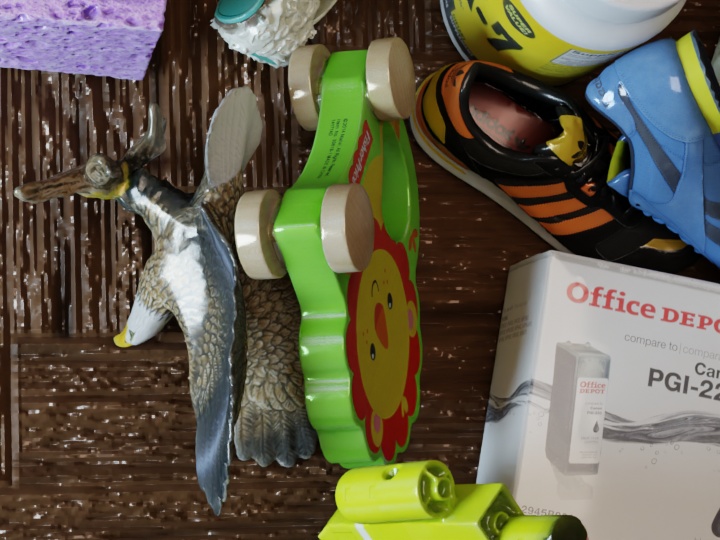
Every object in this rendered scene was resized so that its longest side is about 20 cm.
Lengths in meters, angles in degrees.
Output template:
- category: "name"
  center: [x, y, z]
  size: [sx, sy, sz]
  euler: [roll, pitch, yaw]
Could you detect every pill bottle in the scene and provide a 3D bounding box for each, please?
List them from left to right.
- category: "pill bottle"
  center: [0.122, -0.173, 1.320]
  size: [0.113, 0.200, 0.115]
  euler: [1, 84, -13]

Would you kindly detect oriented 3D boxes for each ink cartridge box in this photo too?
- category: "ink cartridge box"
  center: [0.149, 0.100, 1.354]
  size: [0.144, 0.085, 0.202]
  euler: [11, 79, -12]

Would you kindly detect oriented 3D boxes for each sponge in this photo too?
- category: "sponge"
  center: [-0.209, -0.138, 1.286]
  size: [0.198, 0.112, 0.030]
  euler: [4, 81, -12]

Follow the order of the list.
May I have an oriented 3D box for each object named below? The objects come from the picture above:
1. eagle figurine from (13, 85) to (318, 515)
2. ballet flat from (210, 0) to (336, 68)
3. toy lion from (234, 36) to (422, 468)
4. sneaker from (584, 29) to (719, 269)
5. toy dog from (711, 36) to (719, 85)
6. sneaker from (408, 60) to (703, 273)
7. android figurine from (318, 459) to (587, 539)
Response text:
- category: "eagle figurine"
  center: [-0.082, 0.016, 1.294]
  size: [0.151, 0.151, 0.200]
  euler: [-34, 81, -25]
- category: "ballet flat"
  center: [-0.025, -0.206, 1.368]
  size: [0.071, 0.072, 0.201]
  euler: [27, 75, -8]
- category: "toy lion"
  center: [0.000, 0.000, 1.304]
  size: [0.068, 0.192, 0.201]
  euler: [-4, 42, 19]
- category: "sneaker"
  center: [0.187, -0.051, 1.345]
  size: [0.078, 0.066, 0.201]
  euler: [-22, 131, 12]
- category: "toy dog"
  center: [0.320, -0.132, 1.372]
  size: [0.199, 0.194, 0.140]
  euler: [21, 67, -3]
- category: "sneaker"
  center: [0.123, -0.058, 1.363]
  size: [0.199, 0.090, 0.070]
  euler: [30, 78, -8]
- category: "android figurine"
  center: [0.053, 0.172, 1.268]
  size: [0.041, 0.199, 0.183]
  euler: [-52, 121, -35]
